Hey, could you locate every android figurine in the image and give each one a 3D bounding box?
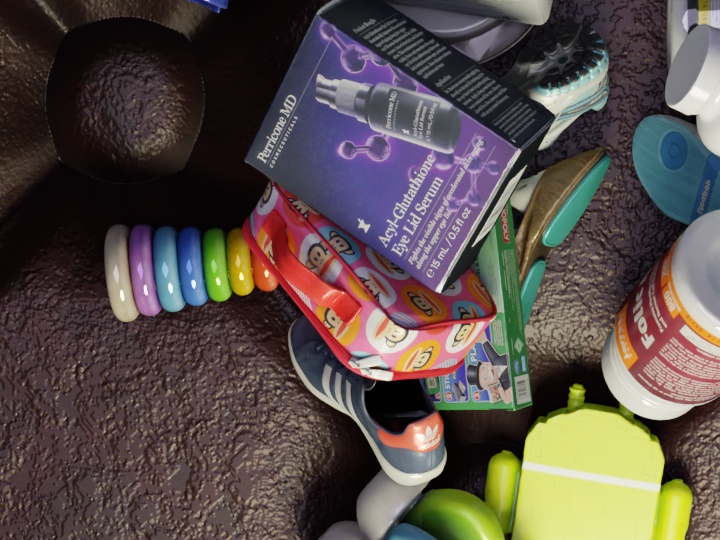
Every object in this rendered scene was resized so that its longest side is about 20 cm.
[{"bbox_3d":[0.197,0.201,1.673,0.180,0.041,0.202,7,96,7],"label":"android figurine"}]

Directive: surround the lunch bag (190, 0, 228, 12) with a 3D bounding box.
[{"bbox_3d":[-0.177,-0.330,1.653,0.198,0.124,0.172,19,94,13],"label":"lunch bag"}]

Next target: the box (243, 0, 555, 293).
[{"bbox_3d":[0.031,-0.106,1.543,0.199,0.104,0.149,33,118,9],"label":"box"}]

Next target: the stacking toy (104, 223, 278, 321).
[{"bbox_3d":[-0.121,-0.008,1.686,0.198,0.085,0.086,-7,92,2],"label":"stacking toy"}]

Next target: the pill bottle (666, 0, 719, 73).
[{"bbox_3d":[0.355,-0.206,1.598,0.198,0.112,0.113,0,93,7],"label":"pill bottle"}]

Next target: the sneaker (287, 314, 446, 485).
[{"bbox_3d":[0.008,0.087,1.634,0.075,0.085,0.200,-28,54,-25],"label":"sneaker"}]

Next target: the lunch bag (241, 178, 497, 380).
[{"bbox_3d":[0.000,0.000,1.579,0.200,0.175,0.082,50,121,27],"label":"lunch bag"}]

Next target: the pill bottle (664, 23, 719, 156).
[{"bbox_3d":[0.343,-0.125,1.520,0.198,0.111,0.112,20,95,-14],"label":"pill bottle"}]

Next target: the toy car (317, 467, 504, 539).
[{"bbox_3d":[0.038,0.276,1.628,0.175,0.150,0.200,43,116,4],"label":"toy car"}]

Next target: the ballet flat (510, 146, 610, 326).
[{"bbox_3d":[0.141,-0.029,1.664,0.072,0.068,0.201,30,101,20],"label":"ballet flat"}]

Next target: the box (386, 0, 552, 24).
[{"bbox_3d":[0.066,-0.321,1.535,0.198,0.171,0.201,9,87,9],"label":"box"}]

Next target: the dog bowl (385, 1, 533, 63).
[{"bbox_3d":[0.075,-0.267,1.646,0.198,0.059,0.202,-1,86,8],"label":"dog bowl"}]

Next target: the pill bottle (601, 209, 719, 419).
[{"bbox_3d":[0.274,0.042,1.568,0.113,0.200,0.115,6,64,-12],"label":"pill bottle"}]

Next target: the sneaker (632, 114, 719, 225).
[{"bbox_3d":[0.332,-0.072,1.632,0.200,0.130,0.080,43,128,36],"label":"sneaker"}]

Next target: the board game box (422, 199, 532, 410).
[{"bbox_3d":[0.076,0.019,1.651,0.134,0.029,0.202,-4,94,42],"label":"board game box"}]

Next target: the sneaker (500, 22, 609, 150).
[{"bbox_3d":[0.128,-0.124,1.637,0.199,0.087,0.078,-27,53,3],"label":"sneaker"}]
